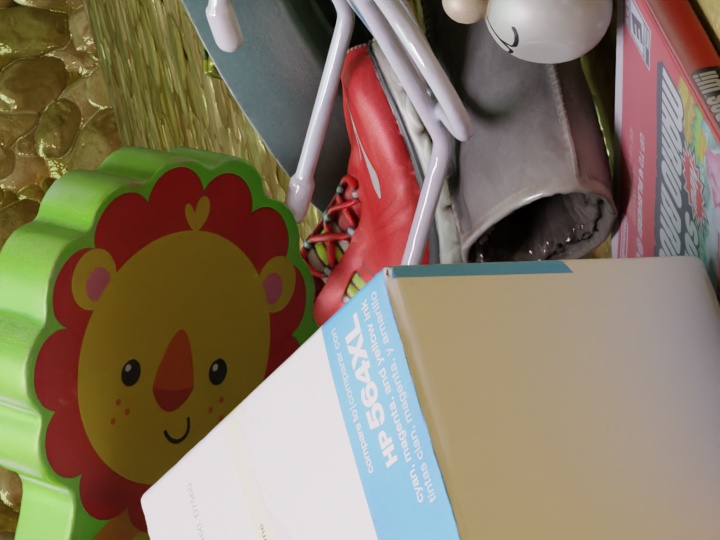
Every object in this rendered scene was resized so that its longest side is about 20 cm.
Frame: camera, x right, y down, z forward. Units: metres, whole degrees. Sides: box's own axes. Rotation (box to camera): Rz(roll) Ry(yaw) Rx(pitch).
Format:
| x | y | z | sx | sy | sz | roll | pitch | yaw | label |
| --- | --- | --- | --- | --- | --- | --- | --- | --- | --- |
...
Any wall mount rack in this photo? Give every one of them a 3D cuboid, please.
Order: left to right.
| x | y | z | sx | sy | sz | roll | pitch | yaw | label |
| --- | --- | --- | --- | --- | --- | --- | --- | --- | --- |
| -0.015 | -0.070 | 1.002 | 0.174 | 0.075 | 0.200 | 61 | 179 | -35 | wall mount rack |

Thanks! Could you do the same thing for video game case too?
| x | y | z | sx | sy | sz | roll | pitch | yaw | label |
| --- | --- | --- | --- | --- | --- | --- | --- | --- | --- |
| 0.121 | 0.012 | 0.875 | 0.143 | 0.017 | 0.200 | 86 | 167 | -46 | video game case |

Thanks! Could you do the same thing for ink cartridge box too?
| x | y | z | sx | sy | sz | roll | pitch | yaw | label |
| --- | --- | --- | --- | --- | --- | --- | --- | --- | --- |
| 0.026 | 0.095 | 0.881 | 0.200 | 0.128 | 0.125 | -42 | 58 | 49 | ink cartridge box |

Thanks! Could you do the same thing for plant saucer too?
| x | y | z | sx | sy | sz | roll | pitch | yaw | label |
| --- | --- | --- | --- | --- | --- | --- | --- | --- | --- |
| -0.030 | -0.110 | 1.196 | 0.200 | 0.036 | 0.200 | 56 | -165 | -23 | plant saucer |

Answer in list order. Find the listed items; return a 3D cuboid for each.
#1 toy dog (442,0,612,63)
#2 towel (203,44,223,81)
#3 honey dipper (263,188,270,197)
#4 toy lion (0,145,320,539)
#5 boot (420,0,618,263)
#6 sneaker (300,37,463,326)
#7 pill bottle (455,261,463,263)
| x | y | z | sx | sy | sz | roll | pitch | yaw | label |
| --- | --- | --- | --- | --- | --- | --- | --- | --- | --- |
| 0.024 | -0.170 | 0.914 | 0.132 | 0.096 | 0.200 | 92 | 169 | -52 | toy dog |
| -0.061 | -0.183 | 1.297 | 0.086 | 0.018 | 0.200 | 13 | -115 | -62 | towel |
| -0.021 | 0.063 | 1.111 | 0.038 | 0.038 | 0.200 | -130 | 18 | -72 | honey dipper |
| -0.062 | 0.054 | 0.981 | 0.069 | 0.200 | 0.192 | 12 | 90 | 39 | toy lion |
| 0.045 | -0.091 | 1.033 | 0.182 | 0.072 | 0.200 | 104 | 150 | -75 | boot |
| 0.000 | 0.000 | 1.124 | 0.077 | 0.085 | 0.200 | -105 | 9 | -59 | sneaker |
| 0.067 | 0.098 | 1.044 | 0.200 | 0.111 | 0.111 | -111 | 12 | -45 | pill bottle |
